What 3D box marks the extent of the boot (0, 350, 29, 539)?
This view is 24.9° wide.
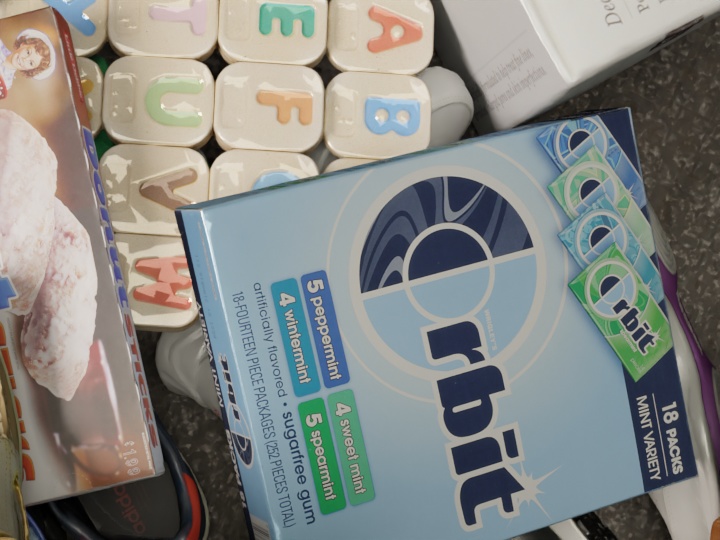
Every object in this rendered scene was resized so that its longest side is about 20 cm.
[{"bbox_3d":[-0.145,0.095,0.581,0.072,0.155,0.201,-2,86,-21],"label":"boot"}]

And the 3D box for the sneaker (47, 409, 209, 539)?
[{"bbox_3d":[-0.138,0.057,0.752,0.075,0.085,0.200,-40,92,-6],"label":"sneaker"}]

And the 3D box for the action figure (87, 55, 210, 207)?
[{"bbox_3d":[-0.136,-0.057,0.750,0.200,0.055,0.118,35,87,14],"label":"action figure"}]

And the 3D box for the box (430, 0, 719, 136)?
[{"bbox_3d":[0.081,-0.182,0.726,0.130,0.199,0.201,-27,92,-6],"label":"box"}]

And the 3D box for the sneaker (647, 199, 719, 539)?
[{"bbox_3d":[0.123,0.054,0.799,0.099,0.075,0.201,-20,94,18],"label":"sneaker"}]

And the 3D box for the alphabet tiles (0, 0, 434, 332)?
[{"bbox_3d":[-0.065,-0.072,0.719,0.195,0.015,0.201,4,79,-6],"label":"alphabet tiles"}]

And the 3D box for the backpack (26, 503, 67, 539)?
[{"bbox_3d":[-0.254,0.124,0.705,0.200,0.147,0.183,-37,92,-7],"label":"backpack"}]

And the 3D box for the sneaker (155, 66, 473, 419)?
[{"bbox_3d":[0.000,0.000,0.758,0.099,0.078,0.200,38,93,29],"label":"sneaker"}]

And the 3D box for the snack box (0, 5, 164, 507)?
[{"bbox_3d":[-0.139,-0.005,0.683,0.072,0.024,0.201,-13,85,5],"label":"snack box"}]

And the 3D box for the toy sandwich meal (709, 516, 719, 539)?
[{"bbox_3d":[0.219,0.130,0.776,0.205,0.070,0.206,3,86,-40],"label":"toy sandwich meal"}]

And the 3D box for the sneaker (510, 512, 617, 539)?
[{"bbox_3d":[0.069,0.137,0.789,0.088,0.076,0.200,-41,89,9],"label":"sneaker"}]

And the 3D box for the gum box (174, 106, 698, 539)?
[{"bbox_3d":[0.037,0.033,0.700,0.199,0.045,0.171,-14,97,-20],"label":"gum box"}]
